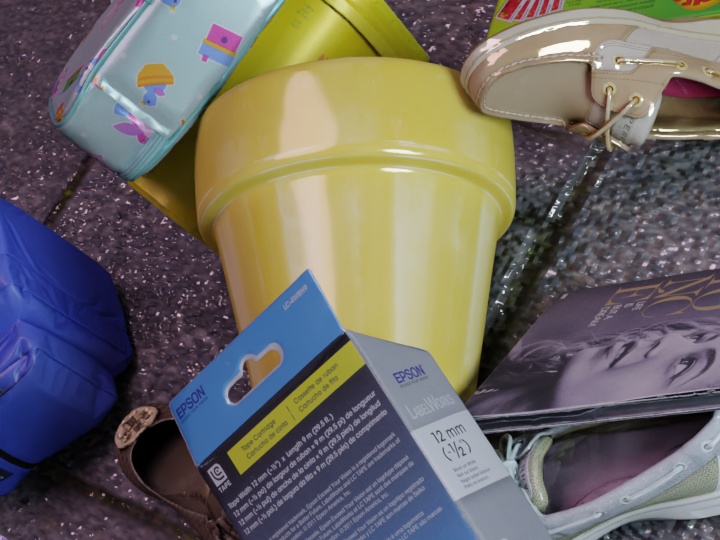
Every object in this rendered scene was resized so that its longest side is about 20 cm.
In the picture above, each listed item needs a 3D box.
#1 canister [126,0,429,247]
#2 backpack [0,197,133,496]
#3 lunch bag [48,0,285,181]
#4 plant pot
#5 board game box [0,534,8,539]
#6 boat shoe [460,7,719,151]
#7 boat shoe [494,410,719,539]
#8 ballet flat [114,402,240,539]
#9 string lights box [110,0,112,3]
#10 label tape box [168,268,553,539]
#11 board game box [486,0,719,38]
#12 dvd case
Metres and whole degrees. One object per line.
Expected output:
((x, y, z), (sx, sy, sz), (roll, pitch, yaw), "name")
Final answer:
((-0.057, -0.106, 1.342), (0.086, 0.148, 0.201), (36, 88, 29), "canister")
((-0.284, 0.072, 1.393), (0.199, 0.162, 0.169), (-34, 45, 15), "backpack")
((-0.114, -0.158, 1.242), (0.201, 0.077, 0.160), (-52, 15, 2), "lunch bag")
((0.000, 0.000, 1.188), (0.199, 0.200, 0.191), (-17, 65, 31), "plant pot")
((-0.234, 0.278, 1.216), (0.032, 0.120, 0.201), (6, 63, 44), "board game box")
((0.158, -0.105, 1.143), (0.198, 0.074, 0.070), (-4, 57, -14), "boat shoe")
((0.124, 0.109, 1.072), (0.200, 0.065, 0.075), (-14, 50, 33), "boat shoe")
((-0.110, 0.134, 1.276), (0.068, 0.046, 0.200), (-50, 40, -3), "ballet flat")
((-0.125, -0.165, 1.477), (0.059, 0.102, 0.201), (-55, 32, 32), "string lights box")
((-0.002, 0.116, 1.077), (0.143, 0.066, 0.201), (-43, 72, 33), "label tape box")
((0.182, -0.180, 1.264), (0.199, 0.048, 0.102), (-5, 56, 40), "board game box")
((0.165, 0.039, 1.073), (0.198, 0.016, 0.149), (-9, 22, 37), "dvd case")
